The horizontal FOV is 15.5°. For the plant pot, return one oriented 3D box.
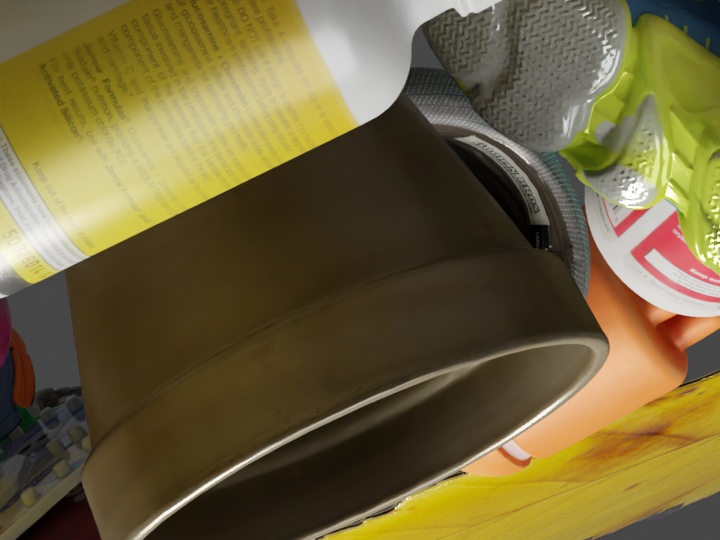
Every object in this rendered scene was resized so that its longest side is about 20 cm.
[{"bbox_3d":[-0.031,-0.004,0.986,0.199,0.174,0.200,-22,165,-6],"label":"plant pot"}]

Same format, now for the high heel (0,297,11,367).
[{"bbox_3d":[-0.201,0.002,1.020,0.067,0.097,0.200,-14,150,30],"label":"high heel"}]

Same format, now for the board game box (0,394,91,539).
[{"bbox_3d":[-0.180,0.101,1.191,0.200,0.026,0.200,-43,-168,-37],"label":"board game box"}]

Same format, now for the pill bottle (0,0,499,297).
[{"bbox_3d":[-0.054,-0.080,0.807,0.199,0.113,0.112,-25,165,3],"label":"pill bottle"}]

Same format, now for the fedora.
[{"bbox_3d":[0.000,0.000,1.153,0.199,0.178,0.090,-17,-167,-25],"label":"fedora"}]

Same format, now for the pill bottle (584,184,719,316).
[{"bbox_3d":[0.197,-0.065,1.262,0.112,0.113,0.200,-16,164,-29],"label":"pill bottle"}]

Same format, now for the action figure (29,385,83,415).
[{"bbox_3d":[-0.111,0.108,1.325,0.118,0.102,0.200,26,120,-22],"label":"action figure"}]

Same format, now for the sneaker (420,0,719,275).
[{"bbox_3d":[0.107,-0.082,1.020,0.076,0.200,0.105,-38,-165,41],"label":"sneaker"}]

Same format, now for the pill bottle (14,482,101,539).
[{"bbox_3d":[-0.110,0.148,1.135,0.109,0.110,0.200,-38,-174,41],"label":"pill bottle"}]

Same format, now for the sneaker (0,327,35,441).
[{"bbox_3d":[-0.241,0.074,1.150,0.199,0.076,0.078,-35,155,7],"label":"sneaker"}]

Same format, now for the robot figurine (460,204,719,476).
[{"bbox_3d":[0.101,0.039,1.470,0.199,0.117,0.144,-30,-174,16],"label":"robot figurine"}]
